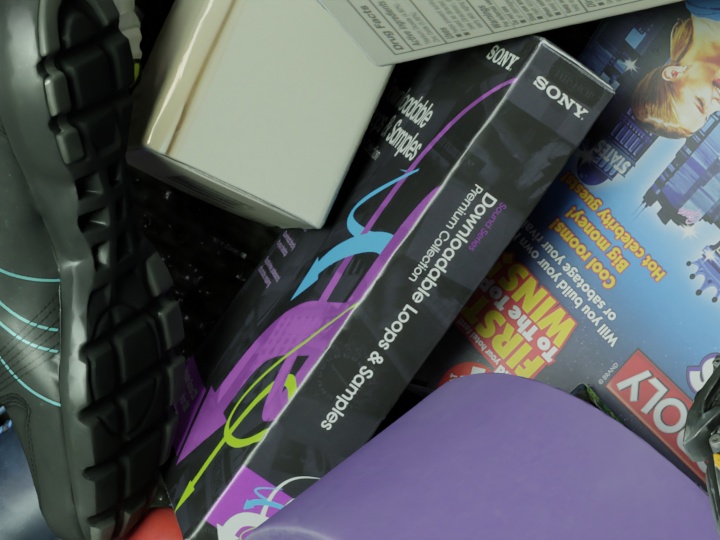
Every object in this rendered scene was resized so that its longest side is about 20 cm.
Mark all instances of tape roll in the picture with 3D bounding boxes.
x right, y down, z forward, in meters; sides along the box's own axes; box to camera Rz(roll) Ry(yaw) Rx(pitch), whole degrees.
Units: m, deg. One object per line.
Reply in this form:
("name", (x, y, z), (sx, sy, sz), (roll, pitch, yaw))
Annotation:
("tape roll", (0.055, 0.137, 0.723), (0.085, 0.201, 0.200), (-35, 61, -26))

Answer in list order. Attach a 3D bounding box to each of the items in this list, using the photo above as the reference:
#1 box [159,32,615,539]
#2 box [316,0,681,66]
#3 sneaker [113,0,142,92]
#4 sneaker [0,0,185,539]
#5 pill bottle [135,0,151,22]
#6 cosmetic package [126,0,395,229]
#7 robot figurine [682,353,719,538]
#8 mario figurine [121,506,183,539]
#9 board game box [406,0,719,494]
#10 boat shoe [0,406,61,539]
("box", (0.000, 0.000, 0.825), (0.036, 0.143, 0.200), (36, 93, -16))
("box", (0.075, -0.133, 0.719), (0.199, 0.095, 0.078), (-9, 60, 24))
("sneaker", (-0.176, -0.096, 0.836), (0.199, 0.075, 0.077), (0, 89, -4))
("sneaker", (-0.110, -0.004, 0.795), (0.079, 0.075, 0.201), (0, 106, 23))
("pill bottle", (-0.122, -0.154, 0.918), (0.115, 0.116, 0.201), (22, 88, 26))
("cosmetic package", (-0.014, -0.119, 0.858), (0.073, 0.103, 0.201), (24, 85, -13))
("robot figurine", (0.172, 0.020, 0.672), (0.144, 0.058, 0.201), (14, 49, 9))
("mario figurine", (-0.076, 0.183, 0.823), (0.123, 0.106, 0.201), (-5, 83, 40))
("board game box", (0.116, 0.007, 0.809), (0.200, 0.062, 0.200), (-45, 65, 9))
("boat shoe", (-0.156, 0.122, 0.895), (0.084, 0.069, 0.200), (41, 96, 25))
